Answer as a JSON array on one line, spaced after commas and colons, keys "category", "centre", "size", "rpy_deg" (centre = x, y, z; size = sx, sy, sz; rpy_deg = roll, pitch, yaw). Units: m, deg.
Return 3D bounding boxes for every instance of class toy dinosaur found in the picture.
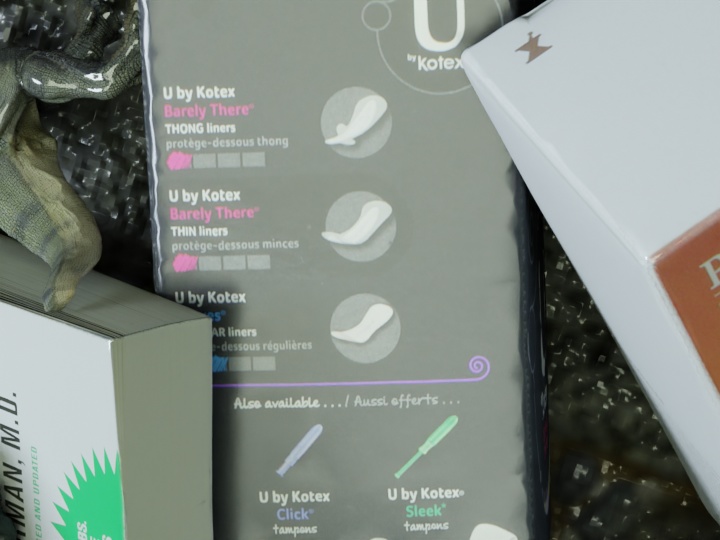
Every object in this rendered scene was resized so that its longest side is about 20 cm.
[{"category": "toy dinosaur", "centre": [-0.100, -0.049, 0.773], "size": [0.088, 0.200, 0.048], "rpy_deg": [-42, 129, -12]}]

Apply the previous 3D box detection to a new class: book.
[{"category": "book", "centre": [-0.109, 0.060, 0.766], "size": [0.200, 0.048, 0.134], "rpy_deg": [16, 112, 50]}]

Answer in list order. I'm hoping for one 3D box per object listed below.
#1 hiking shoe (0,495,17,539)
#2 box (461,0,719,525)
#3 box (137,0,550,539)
[{"category": "hiking shoe", "centre": [-0.146, 0.143, 0.709], "size": [0.087, 0.074, 0.201], "rpy_deg": [1, 80, 49]}, {"category": "box", "centre": [0.144, -0.005, 0.689], "size": [0.152, 0.106, 0.200], "rpy_deg": [-34, 130, -1]}, {"category": "box", "centre": [0.000, 0.000, 0.761], "size": [0.106, 0.122, 0.201], "rpy_deg": [-2, 101, 5]}]
